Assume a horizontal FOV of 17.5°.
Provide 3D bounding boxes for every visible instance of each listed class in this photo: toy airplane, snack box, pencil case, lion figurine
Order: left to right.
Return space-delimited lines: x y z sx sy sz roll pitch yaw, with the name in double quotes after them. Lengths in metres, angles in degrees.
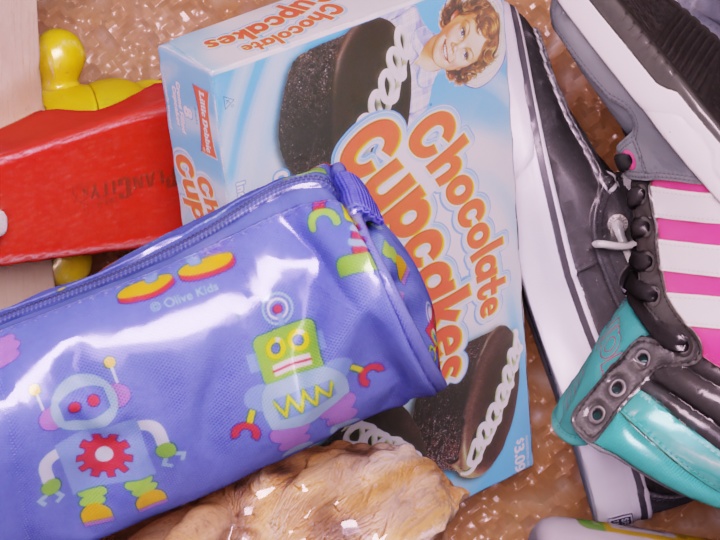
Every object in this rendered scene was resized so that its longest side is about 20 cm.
-0.123 -0.032 0.814 0.199 0.141 0.200 43 74 -39 "toy airplane"
-0.075 0.033 0.714 0.200 0.078 0.087 -22 128 -3 "pencil case"
-0.068 0.109 0.768 0.200 0.122 0.073 -16 98 27 "lion figurine"
0.000 0.000 0.804 0.116 0.037 0.200 -23 123 -28 "snack box"

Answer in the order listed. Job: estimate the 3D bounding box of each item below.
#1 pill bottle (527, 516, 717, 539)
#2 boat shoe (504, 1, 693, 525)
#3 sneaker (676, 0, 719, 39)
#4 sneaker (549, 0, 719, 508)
0.153 0.157 0.836 0.199 0.111 0.111 9 89 -1 "pill bottle"
0.090 -0.008 0.856 0.068 0.074 0.200 -18 90 1 "boat shoe"
0.154 -0.048 0.850 0.079 0.078 0.200 -23 83 -6 "sneaker"
0.102 0.002 0.786 0.121 0.084 0.200 -41 78 25 "sneaker"
